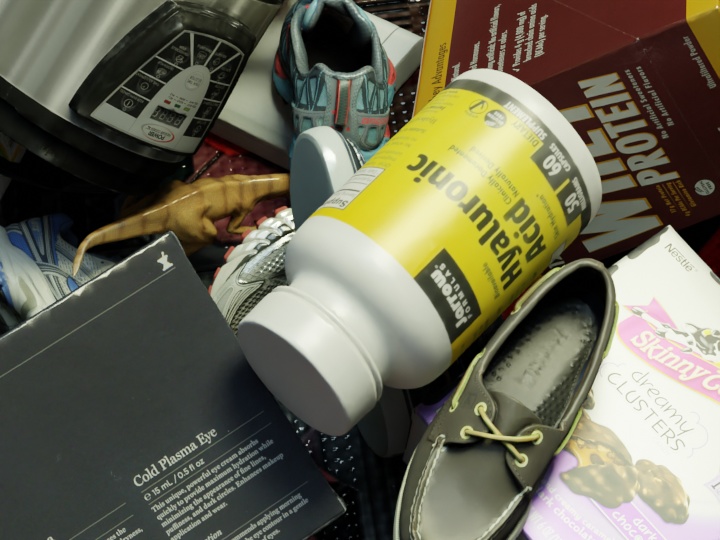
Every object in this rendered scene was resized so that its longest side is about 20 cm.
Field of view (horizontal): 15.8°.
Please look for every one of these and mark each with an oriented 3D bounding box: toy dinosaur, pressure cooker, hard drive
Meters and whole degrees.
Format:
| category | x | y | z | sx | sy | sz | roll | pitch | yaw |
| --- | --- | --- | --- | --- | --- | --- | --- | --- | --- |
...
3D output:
| category | x | y | z | sx | sy | sz | roll | pitch | yaw |
| --- | --- | --- | --- | --- | --- | --- | --- | --- | --- |
| toy dinosaur | -0.114 | -0.034 | 1.562 | 0.199 | 0.106 | 0.061 | -18 | 83 | -31 |
| pressure cooker | -0.155 | -0.138 | 1.530 | 0.175 | 0.201 | 0.179 | 34 | 13 | -2 |
| hard drive | -0.076 | -0.146 | 1.719 | 0.199 | 0.027 | 0.132 | 26 | 57 | 22 |

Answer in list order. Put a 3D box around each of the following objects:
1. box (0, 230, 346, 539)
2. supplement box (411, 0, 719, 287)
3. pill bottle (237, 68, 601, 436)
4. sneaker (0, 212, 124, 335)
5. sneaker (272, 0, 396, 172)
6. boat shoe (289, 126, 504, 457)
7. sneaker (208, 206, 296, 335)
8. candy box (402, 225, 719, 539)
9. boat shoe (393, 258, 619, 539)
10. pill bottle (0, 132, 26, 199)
| category | x | y | z | sx | sy | sz | roll | pitch | yaw |
| --- | --- | --- | --- | --- | --- | --- | --- | --- | --- |
| box | -0.145 | 0.112 | 1.414 | 0.199 | 0.104 | 0.183 | -32 | 91 | -22 |
| supplement box | 0.154 | -0.126 | 1.554 | 0.199 | 0.133 | 0.198 | -21 | 34 | 24 |
| pill bottle | 0.029 | -0.007 | 1.402 | 0.111 | 0.112 | 0.200 | 34 | 66 | 26 |
| sneaker | -0.159 | 0.031 | 1.551 | 0.085 | 0.077 | 0.200 | -25 | 55 | -22 |
| sneaker | -0.010 | -0.134 | 1.610 | 0.079 | 0.096 | 0.200 | -1 | 32 | -7 |
| boat shoe | 0.024 | 0.002 | 1.506 | 0.090 | 0.202 | 0.071 | -21 | 19 | -21 |
| sneaker | 0.000 | 0.000 | 1.565 | 0.199 | 0.078 | 0.082 | -21 | 54 | -13 |
| candy box | 0.152 | 0.098 | 1.465 | 0.199 | 0.072 | 0.168 | -34 | 69 | -22 |
| boat shoe | 0.078 | 0.078 | 1.392 | 0.071 | 0.061 | 0.202 | 28 | 62 | 7 |
| pill bottle | -0.246 | -0.135 | 1.660 | 0.110 | 0.111 | 0.201 | 13 | 54 | 13 |
